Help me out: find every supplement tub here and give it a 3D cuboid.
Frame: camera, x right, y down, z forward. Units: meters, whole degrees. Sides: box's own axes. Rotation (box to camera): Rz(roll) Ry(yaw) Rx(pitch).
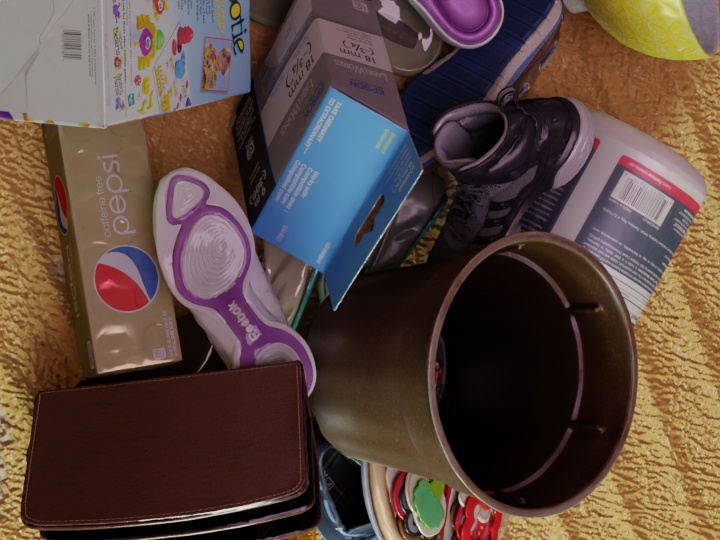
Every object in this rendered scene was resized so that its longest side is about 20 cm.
[{"bbox_3d":[0.184,-0.020,1.421,0.140,0.140,0.201,29,91,-25],"label":"supplement tub"}]

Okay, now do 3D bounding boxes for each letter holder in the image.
[{"bbox_3d":[-0.130,0.158,1.221,0.198,0.143,0.101,-7,127,1],"label":"letter holder"}]

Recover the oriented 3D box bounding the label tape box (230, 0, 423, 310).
[{"bbox_3d":[-0.031,-0.095,1.261,0.063,0.201,0.145,14,128,-25],"label":"label tape box"}]

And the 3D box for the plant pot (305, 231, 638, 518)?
[{"bbox_3d":[0.068,0.075,1.280,0.199,0.197,0.203,1,88,-37],"label":"plant pot"}]

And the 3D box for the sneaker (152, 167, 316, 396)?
[{"bbox_3d":[-0.107,0.014,1.287,0.074,0.100,0.201,-29,110,-13],"label":"sneaker"}]

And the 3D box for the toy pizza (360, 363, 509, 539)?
[{"bbox_3d":[0.075,0.162,1.429,0.199,0.032,0.203,8,80,-47],"label":"toy pizza"}]

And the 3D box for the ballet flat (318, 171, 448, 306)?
[{"bbox_3d":[0.000,0.000,1.399,0.063,0.067,0.201,31,84,-14],"label":"ballet flat"}]

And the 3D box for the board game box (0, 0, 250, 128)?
[{"bbox_3d":[-0.169,-0.168,1.208,0.200,0.102,0.106,-25,118,-62],"label":"board game box"}]

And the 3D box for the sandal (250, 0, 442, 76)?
[{"bbox_3d":[-0.014,-0.211,1.342,0.199,0.057,0.080,18,98,-26],"label":"sandal"}]

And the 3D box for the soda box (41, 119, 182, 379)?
[{"bbox_3d":[-0.187,-0.024,1.281,0.067,0.064,0.202,-8,86,-20],"label":"soda box"}]

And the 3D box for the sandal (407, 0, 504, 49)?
[{"bbox_3d":[0.043,-0.250,1.314,0.202,0.050,0.083,37,88,-25],"label":"sandal"}]

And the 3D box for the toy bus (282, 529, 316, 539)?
[{"bbox_3d":[-0.123,0.257,1.365,0.198,0.192,0.137,-7,74,11],"label":"toy bus"}]

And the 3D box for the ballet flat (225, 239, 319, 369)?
[{"bbox_3d":[-0.084,0.060,1.383,0.069,0.069,0.202,16,94,-24],"label":"ballet flat"}]

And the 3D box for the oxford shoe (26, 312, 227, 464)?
[{"bbox_3d":[-0.176,0.099,1.328,0.200,0.073,0.085,-45,156,-10],"label":"oxford shoe"}]

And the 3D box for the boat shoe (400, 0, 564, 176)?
[{"bbox_3d":[0.101,-0.144,1.391,0.200,0.072,0.073,-46,145,-9],"label":"boat shoe"}]

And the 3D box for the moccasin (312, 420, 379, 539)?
[{"bbox_3d":[-0.006,0.197,1.416,0.200,0.068,0.081,44,73,-41],"label":"moccasin"}]

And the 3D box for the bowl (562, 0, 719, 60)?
[{"bbox_3d":[0.213,-0.259,1.379,0.107,0.200,0.202,-10,111,22],"label":"bowl"}]

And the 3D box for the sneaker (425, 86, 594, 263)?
[{"bbox_3d":[0.087,-0.064,1.337,0.113,0.076,0.201,14,123,-42],"label":"sneaker"}]
